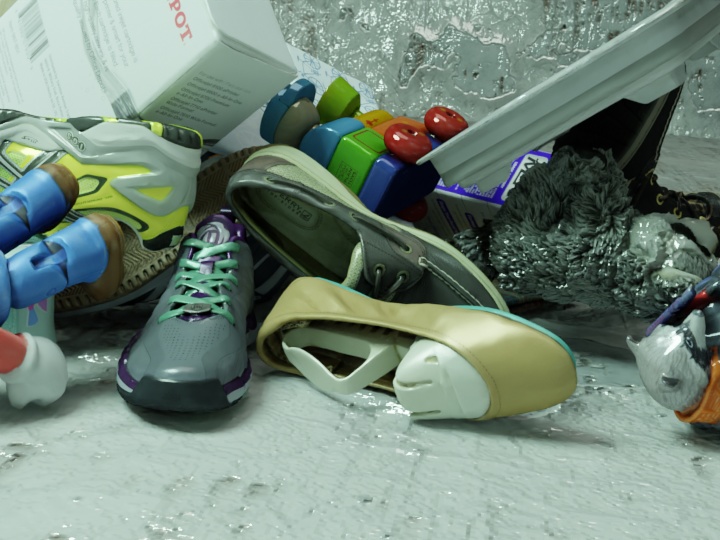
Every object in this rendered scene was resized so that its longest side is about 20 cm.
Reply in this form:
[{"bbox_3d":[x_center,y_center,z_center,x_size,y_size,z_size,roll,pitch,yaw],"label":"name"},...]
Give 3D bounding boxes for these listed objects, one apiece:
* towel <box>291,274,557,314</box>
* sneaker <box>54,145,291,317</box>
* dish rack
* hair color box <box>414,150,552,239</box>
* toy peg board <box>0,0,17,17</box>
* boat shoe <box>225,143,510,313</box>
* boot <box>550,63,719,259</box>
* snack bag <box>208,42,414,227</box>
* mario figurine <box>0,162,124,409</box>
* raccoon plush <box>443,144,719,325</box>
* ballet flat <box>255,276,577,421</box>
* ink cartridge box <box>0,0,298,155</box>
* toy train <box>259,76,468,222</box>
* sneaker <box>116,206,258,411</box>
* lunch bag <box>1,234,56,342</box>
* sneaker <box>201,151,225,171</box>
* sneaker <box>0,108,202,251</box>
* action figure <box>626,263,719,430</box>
[{"bbox_3d":[0.055,0.007,0.929,0.199,0.022,0.146,15,17,41],"label":"towel"},{"bbox_3d":[-0.128,-0.005,0.818,0.198,0.071,0.109,-25,-27,-2],"label":"sneaker"},{"bbox_3d":[0.144,-0.114,0.737,0.199,0.044,0.171,-28,6,36],"label":"dish rack"},{"bbox_3d":[0.087,-0.059,0.981,0.198,0.065,0.110,20,-24,37],"label":"hair color box"},{"bbox_3d":[-0.278,-0.109,0.953,0.097,0.203,0.199,16,1,-21],"label":"toy peg board"},{"bbox_3d":[0.000,-0.001,0.723,0.200,0.072,0.066,36,31,3],"label":"boat shoe"},{"bbox_3d":[0.212,-0.060,0.861,0.149,0.202,0.073,11,22,-33],"label":"boot"},{"bbox_3d":[-0.051,-0.123,0.906,0.198,0.021,0.190,21,34,-30],"label":"snack bag"},{"bbox_3d":[-0.222,0.021,0.593,0.122,0.107,0.199,18,34,37],"label":"mario figurine"},{"bbox_3d":[0.133,0.018,0.747,0.096,0.199,0.135,28,29,-50],"label":"raccoon plush"},{"bbox_3d":[0.023,0.052,0.640,0.198,0.069,0.063,10,41,41],"label":"ballet flat"},{"bbox_3d":[-0.155,-0.140,0.781,0.199,0.146,0.083,-34,-26,27],"label":"ink cartridge box"},{"bbox_3d":[0.017,-0.100,0.857,0.115,0.085,0.200,35,28,12],"label":"toy train"},{"bbox_3d":[-0.096,0.016,0.668,0.073,0.089,0.200,3,12,-3],"label":"sneaker"},{"bbox_3d":[-0.280,0.005,0.692,0.198,0.078,0.160,-4,14,-32],"label":"lunch bag"},{"bbox_3d":[-0.046,-0.048,0.927,0.198,0.080,0.078,24,-38,-31],"label":"sneaker"},{"bbox_3d":[-0.191,-0.055,0.693,0.197,0.078,0.075,6,5,18],"label":"sneaker"},{"bbox_3d":[0.235,0.034,0.608,0.191,0.106,0.201,-6,-28,-11],"label":"action figure"}]
